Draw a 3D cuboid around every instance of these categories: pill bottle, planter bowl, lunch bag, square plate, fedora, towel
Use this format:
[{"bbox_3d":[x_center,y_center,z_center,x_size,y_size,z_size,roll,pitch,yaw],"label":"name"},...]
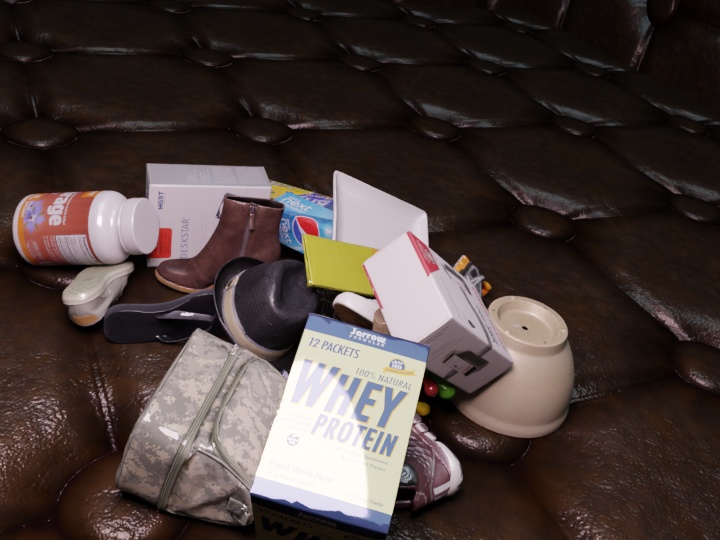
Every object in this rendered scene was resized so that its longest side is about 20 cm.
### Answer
[{"bbox_3d":[-0.421,-0.066,1.161,0.196,0.114,0.113,-1,30,12],"label":"pill bottle"},{"bbox_3d":[0.230,0.126,1.108,0.196,0.137,0.201,8,33,-5],"label":"planter bowl"},{"bbox_3d":[-0.166,0.188,0.886,0.166,0.140,0.201,27,32,-4],"label":"lunch bag"},{"bbox_3d":[0.030,-0.040,1.204,0.198,0.028,0.201,21,54,-31],"label":"square plate"},{"bbox_3d":[-0.118,0.045,1.080,0.200,0.091,0.202,39,32,-30],"label":"fedora"},{"bbox_3d":[0.000,0.000,1.127,0.198,0.018,0.087,11,55,-35],"label":"towel"}]

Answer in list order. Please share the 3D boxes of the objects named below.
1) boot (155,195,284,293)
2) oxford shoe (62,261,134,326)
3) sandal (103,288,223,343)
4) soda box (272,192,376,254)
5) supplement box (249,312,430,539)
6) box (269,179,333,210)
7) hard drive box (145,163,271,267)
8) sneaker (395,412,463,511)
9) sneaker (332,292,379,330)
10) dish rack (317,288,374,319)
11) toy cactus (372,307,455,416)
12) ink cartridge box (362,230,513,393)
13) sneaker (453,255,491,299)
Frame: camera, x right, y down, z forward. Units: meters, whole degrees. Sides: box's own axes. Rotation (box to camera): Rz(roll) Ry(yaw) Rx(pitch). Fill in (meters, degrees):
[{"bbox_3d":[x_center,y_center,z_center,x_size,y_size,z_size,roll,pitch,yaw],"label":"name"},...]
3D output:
[{"bbox_3d":[-0.222,-0.046,1.190,0.196,0.169,0.073,4,32,-12],"label":"boot"},{"bbox_3d":[-0.391,0.030,1.127,0.074,0.059,0.200,-8,18,2],"label":"oxford shoe"},{"bbox_3d":[-0.266,0.077,1.080,0.197,0.077,0.043,-10,34,-13],"label":"sandal"},{"bbox_3d":[-0.071,-0.065,1.277,0.198,0.065,0.068,24,34,29],"label":"soda box"},{"bbox_3d":[-0.021,0.192,0.799,0.132,0.201,0.202,14,56,4],"label":"supplement box"},{"bbox_3d":[-0.133,-0.117,1.429,0.197,0.065,0.070,17,32,7],"label":"box"},{"bbox_3d":[-0.259,-0.091,1.260,0.197,0.158,0.077,-2,35,-19],"label":"hard drive box"},{"bbox_3d":[0.027,0.222,0.949,0.114,0.077,0.199,-21,45,-37],"label":"sneaker"},{"bbox_3d":[0.049,0.070,1.120,0.198,0.073,0.086,31,65,-22],"label":"sneaker"},{"bbox_3d":[-0.002,0.047,1.231,0.198,0.055,0.153,26,36,18],"label":"dish rack"},{"bbox_3d":[0.034,0.121,1.035,0.198,0.167,0.102,28,55,32],"label":"toy cactus"},{"bbox_3d":[0.106,0.059,0.991,0.199,0.082,0.148,34,26,-50],"label":"ink cartridge box"},{"bbox_3d":[0.165,0.048,1.268,0.077,0.079,0.200,37,43,4],"label":"sneaker"}]
